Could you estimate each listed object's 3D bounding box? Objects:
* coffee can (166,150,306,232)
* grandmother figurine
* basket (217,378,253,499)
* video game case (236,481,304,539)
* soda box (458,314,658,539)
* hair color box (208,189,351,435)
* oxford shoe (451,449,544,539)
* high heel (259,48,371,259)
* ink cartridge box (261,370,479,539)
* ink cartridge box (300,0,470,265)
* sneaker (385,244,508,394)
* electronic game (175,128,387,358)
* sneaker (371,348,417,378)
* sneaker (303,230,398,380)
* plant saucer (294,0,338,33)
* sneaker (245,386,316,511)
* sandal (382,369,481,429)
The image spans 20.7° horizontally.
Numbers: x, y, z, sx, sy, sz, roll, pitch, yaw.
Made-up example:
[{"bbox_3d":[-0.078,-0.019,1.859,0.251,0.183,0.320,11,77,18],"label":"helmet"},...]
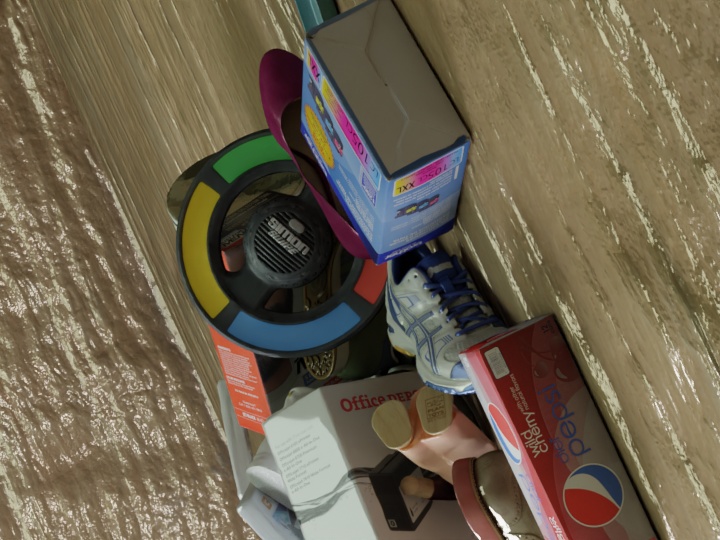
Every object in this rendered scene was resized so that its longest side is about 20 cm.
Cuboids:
[{"bbox_3d":[-0.102,-0.008,2.018,0.146,0.146,0.201,49,160,52],"label":"coffee can"},{"bbox_3d":[0.093,0.156,1.604,0.200,0.121,0.061,46,-143,-50],"label":"grandmother figurine"},{"bbox_3d":[-0.043,0.175,2.007,0.200,0.123,0.136,37,-143,-64],"label":"basket"},{"bbox_3d":[-0.022,0.246,1.807,0.200,0.023,0.182,49,-159,-9],"label":"video game case"},{"bbox_3d":[0.146,0.136,1.428,0.201,0.063,0.070,65,168,1],"label":"soda box"},{"bbox_3d":[-0.081,0.041,1.826,0.064,0.111,0.201,13,127,45],"label":"hair color box"},{"bbox_3d":[0.146,0.208,1.572,0.200,0.075,0.071,49,-154,-46],"label":"oxford shoe"},{"bbox_3d":[-0.027,-0.102,1.633,0.200,0.067,0.096,58,176,3],"label":"high heel"},{"bbox_3d":[0.022,0.194,1.658,0.084,0.145,0.201,-33,72,38],"label":"ink cartridge box"},{"bbox_3d":[0.015,-0.096,1.501,0.137,0.076,0.200,61,169,18],"label":"ink cartridge box"},{"bbox_3d":[0.066,0.034,1.548,0.200,0.075,0.088,30,133,61],"label":"sneaker"},{"bbox_3d":[-0.063,-0.024,1.702,0.201,0.199,0.042,64,-171,4],"label":"electronic game"},{"bbox_3d":[0.035,0.109,1.877,0.200,0.074,0.089,-159,65,-79],"label":"sneaker"},{"bbox_3d":[0.000,0.000,1.770,0.067,0.090,0.201,-7,79,55],"label":"sneaker"},{"bbox_3d":[-0.045,-0.241,1.602,0.070,0.019,0.201,45,156,60],"label":"plant saucer"},{"bbox_3d":[0.003,0.184,1.755,0.200,0.116,0.074,38,145,-18],"label":"sneaker"},{"bbox_3d":[0.077,0.176,1.745,0.201,0.082,0.055,61,-168,6],"label":"sandal"}]
